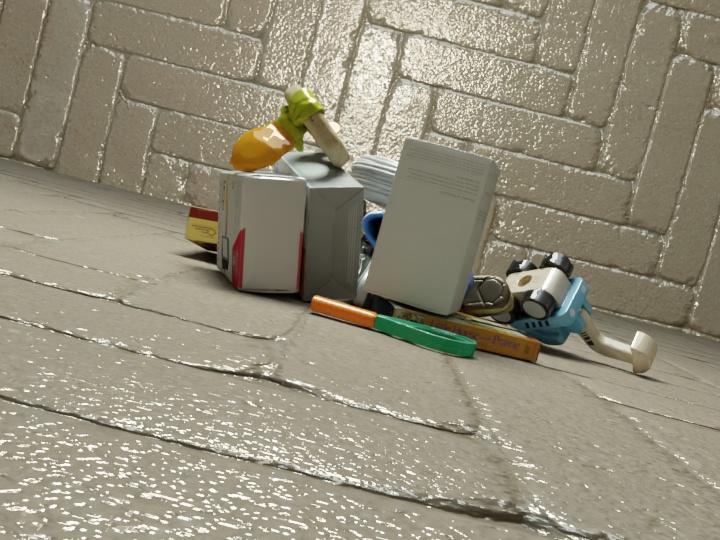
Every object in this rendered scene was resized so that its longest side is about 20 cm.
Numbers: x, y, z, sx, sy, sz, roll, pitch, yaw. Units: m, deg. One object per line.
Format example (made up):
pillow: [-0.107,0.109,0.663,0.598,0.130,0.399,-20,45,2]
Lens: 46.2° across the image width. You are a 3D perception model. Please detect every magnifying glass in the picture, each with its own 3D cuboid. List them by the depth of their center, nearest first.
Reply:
magnifying glass: [0.038,0.064,0.993,0.199,0.022,0.080,14,4,9]

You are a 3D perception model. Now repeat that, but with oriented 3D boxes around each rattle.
rattle: [-0.087,-0.168,1.169,0.130,0.143,0.200,37,2,-6]

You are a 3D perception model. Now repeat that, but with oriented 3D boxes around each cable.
cable: [0.077,-0.122,1.322,0.199,0.069,0.200,21,4,4]

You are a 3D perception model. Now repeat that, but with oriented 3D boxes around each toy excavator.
toy excavator: [0.321,0.075,1.272,0.194,0.100,0.200,-11,-52,49]

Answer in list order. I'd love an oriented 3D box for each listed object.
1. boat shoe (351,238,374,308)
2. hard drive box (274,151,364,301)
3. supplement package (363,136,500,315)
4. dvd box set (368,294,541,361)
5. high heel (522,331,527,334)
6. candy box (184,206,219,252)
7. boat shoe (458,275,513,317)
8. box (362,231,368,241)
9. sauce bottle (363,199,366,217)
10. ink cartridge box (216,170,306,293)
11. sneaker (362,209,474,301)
boat shoe: [0.000,0.000,1.236,0.056,0.069,0.200,23,17,1]
hard drive box: [-0.064,-0.066,1.167,0.077,0.156,0.200,-2,20,-18]
supplement package: [0.094,-0.055,1.086,0.117,0.201,0.117,16,4,13]
dvd box set: [0.120,0.072,1.117,0.199,0.029,0.146,14,4,-11]
high heel: [0.274,0.085,1.424,0.096,0.067,0.200,37,-2,-21]
candy box: [-0.208,-0.057,1.377,0.116,0.057,0.200,10,-6,0]
boat shoe: [0.126,0.047,1.242,0.199,0.072,0.076,5,-22,24]
box: [-0.005,-0.036,1.371,0.199,0.070,0.064,-11,-4,13]
sauce bottle: [-0.090,-0.103,1.382,0.199,0.065,0.065,3,2,9]
ink cartridge box: [-0.137,-0.057,1.128,0.085,0.148,0.200,1,7,-19]
sneaker: [0.075,-0.020,1.193,0.200,0.074,0.082,41,15,34]
